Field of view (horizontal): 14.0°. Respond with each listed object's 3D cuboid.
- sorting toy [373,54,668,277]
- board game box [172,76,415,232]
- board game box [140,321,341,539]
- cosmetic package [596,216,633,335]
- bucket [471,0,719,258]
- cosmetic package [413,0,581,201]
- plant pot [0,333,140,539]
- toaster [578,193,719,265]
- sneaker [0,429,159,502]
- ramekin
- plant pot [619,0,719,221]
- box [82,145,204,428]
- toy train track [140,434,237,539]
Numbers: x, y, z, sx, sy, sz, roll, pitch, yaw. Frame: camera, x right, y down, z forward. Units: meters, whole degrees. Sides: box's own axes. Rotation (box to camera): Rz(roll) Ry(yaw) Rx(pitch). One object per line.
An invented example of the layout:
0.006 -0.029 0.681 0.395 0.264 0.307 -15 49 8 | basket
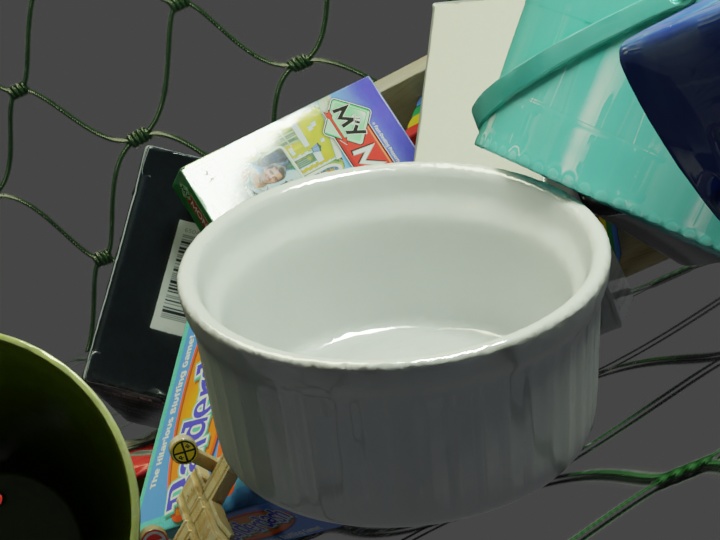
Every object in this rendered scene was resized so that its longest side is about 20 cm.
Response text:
0.080 -0.039 1.870 0.200 0.199 0.070 -26 28 37 | sorting toy
0.000 0.000 1.689 0.135 0.200 0.029 -28 -13 -22 | board game box
-0.037 0.067 1.551 0.200 0.045 0.152 -22 48 51 | board game box
0.060 0.035 1.776 0.200 0.074 0.102 -23 4 12 | cosmetic package
0.161 -0.087 1.451 0.207 0.207 0.135 -126 61 -86 | bucket
0.081 -0.047 1.643 0.090 0.107 0.200 -5 54 16 | cosmetic package
-0.196 0.139 1.506 0.187 0.187 0.200 -26 -11 -4 | plant pot
0.217 -0.104 1.617 0.181 0.200 0.119 -15 -27 31 | toaster
-0.162 0.147 1.740 0.200 0.077 0.085 -26 11 19 | sneaker
0.019 0.035 1.369 0.200 0.098 0.201 -4 28 2 | ramekin
0.245 -0.055 1.044 0.200 0.180 0.200 -28 4 -26 | plant pot
-0.090 0.023 1.809 0.107 0.149 0.200 14 -9 6 | box
-0.069 0.082 1.485 0.200 0.033 0.115 -59 17 8 | toy train track
